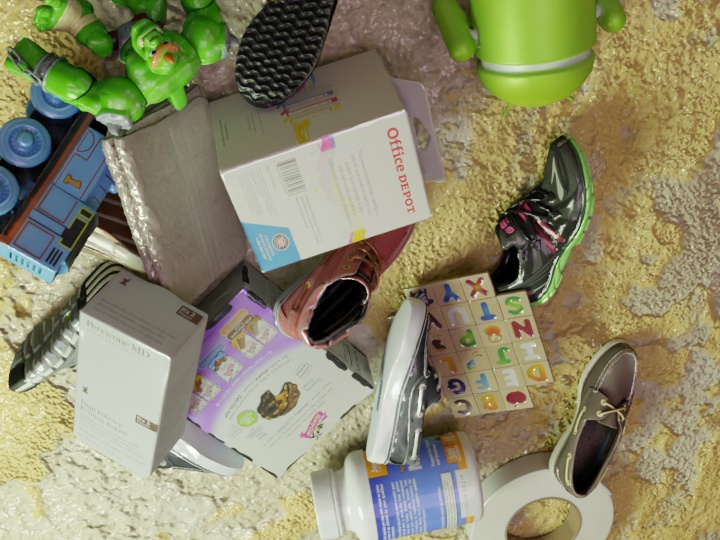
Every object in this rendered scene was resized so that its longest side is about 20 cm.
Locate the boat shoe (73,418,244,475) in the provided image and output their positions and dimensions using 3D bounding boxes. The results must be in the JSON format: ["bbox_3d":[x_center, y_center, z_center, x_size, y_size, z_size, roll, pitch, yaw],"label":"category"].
[{"bbox_3d":[-0.233,0.197,1.011,0.199,0.072,0.068,28,112,-21],"label":"boat shoe"}]

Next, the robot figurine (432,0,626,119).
[{"bbox_3d":[0.161,-0.245,0.819,0.175,0.116,0.201,-14,119,-7],"label":"robot figurine"}]

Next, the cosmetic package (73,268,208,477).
[{"bbox_3d":[-0.222,0.107,0.867,0.101,0.074,0.200,26,133,8],"label":"cosmetic package"}]

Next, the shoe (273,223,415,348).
[{"bbox_3d":[0.000,0.000,0.900,0.200,0.091,0.072,-45,113,-12],"label":"shoe"}]

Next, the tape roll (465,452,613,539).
[{"bbox_3d":[0.242,0.335,1.178,0.202,0.037,0.204,-3,118,-6],"label":"tape roll"}]

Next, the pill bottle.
[{"bbox_3d":[0.042,0.268,1.069,0.199,0.112,0.113,-10,118,-4],"label":"pill bottle"}]

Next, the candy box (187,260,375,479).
[{"bbox_3d":[-0.112,0.117,0.989,0.200,0.072,0.168,40,105,-24],"label":"candy box"}]

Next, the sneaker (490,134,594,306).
[{"bbox_3d":[0.193,-0.050,0.949,0.083,0.077,0.201,6,115,-16],"label":"sneaker"}]

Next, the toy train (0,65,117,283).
[{"bbox_3d":[-0.279,-0.091,0.802,0.114,0.087,0.201,33,69,-17],"label":"toy train"}]

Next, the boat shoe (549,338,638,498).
[{"bbox_3d":[0.297,0.184,1.078,0.072,0.060,0.201,20,99,-14],"label":"boat shoe"}]

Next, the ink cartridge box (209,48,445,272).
[{"bbox_3d":[-0.027,-0.111,0.842,0.199,0.125,0.129,-18,132,-1],"label":"ink cartridge box"}]

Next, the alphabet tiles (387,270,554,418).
[{"bbox_3d":[0.129,0.092,1.019,0.166,0.006,0.201,-12,120,20],"label":"alphabet tiles"}]

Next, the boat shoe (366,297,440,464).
[{"bbox_3d":[0.059,0.129,0.989,0.067,0.072,0.201,9,103,-9],"label":"boat shoe"}]

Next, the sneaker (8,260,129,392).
[{"bbox_3d":[-0.284,0.085,0.947,0.200,0.075,0.115,-39,129,21],"label":"sneaker"}]

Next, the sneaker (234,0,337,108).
[{"bbox_3d":[-0.051,-0.244,0.800,0.070,0.090,0.201,24,107,-1],"label":"sneaker"}]

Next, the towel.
[{"bbox_3d":[-0.177,-0.069,0.853,0.034,0.133,0.201,9,124,30],"label":"towel"}]

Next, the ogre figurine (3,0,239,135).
[{"bbox_3d":[-0.194,-0.204,0.768,0.120,0.200,0.098,48,146,5],"label":"ogre figurine"}]

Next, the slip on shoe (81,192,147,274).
[{"bbox_3d":[-0.266,-0.043,0.889,0.199,0.076,0.061,22,143,-24],"label":"slip on shoe"}]
